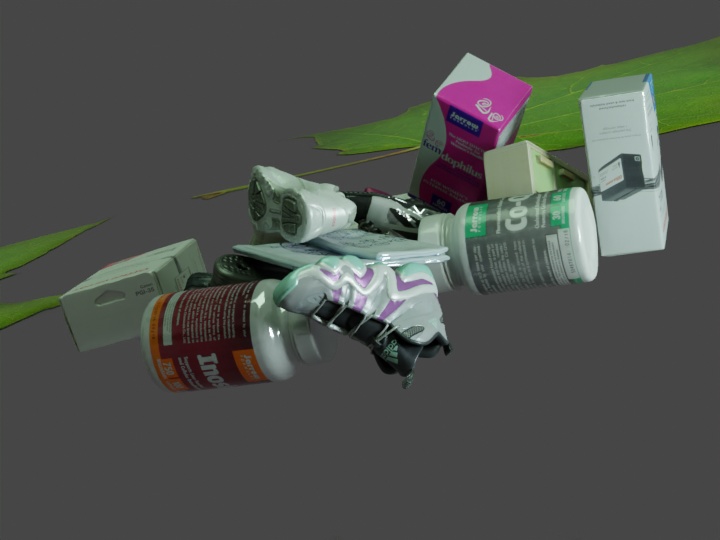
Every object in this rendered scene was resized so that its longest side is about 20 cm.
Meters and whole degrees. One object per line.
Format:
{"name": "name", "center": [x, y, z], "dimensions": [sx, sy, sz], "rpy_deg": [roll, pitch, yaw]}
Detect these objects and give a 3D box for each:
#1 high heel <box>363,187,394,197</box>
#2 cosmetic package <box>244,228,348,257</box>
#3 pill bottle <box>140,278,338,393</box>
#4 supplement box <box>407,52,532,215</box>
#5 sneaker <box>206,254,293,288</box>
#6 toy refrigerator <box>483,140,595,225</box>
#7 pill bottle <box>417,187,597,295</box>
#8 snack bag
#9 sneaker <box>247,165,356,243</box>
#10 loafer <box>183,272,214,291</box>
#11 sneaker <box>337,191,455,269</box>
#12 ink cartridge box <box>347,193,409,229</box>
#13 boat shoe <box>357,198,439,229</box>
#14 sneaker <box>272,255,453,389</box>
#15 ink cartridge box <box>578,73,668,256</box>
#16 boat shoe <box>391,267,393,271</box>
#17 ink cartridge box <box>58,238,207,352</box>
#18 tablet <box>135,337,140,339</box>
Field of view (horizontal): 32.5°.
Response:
{"name": "high heel", "center": [0.089, -0.074, 1.692], "dimensions": [0.199, 0.097, 0.067], "rpy_deg": [-5, -16, -47]}
{"name": "cosmetic package", "center": [-0.078, -0.028, 1.640], "dimensions": [0.105, 0.072, 0.200], "rpy_deg": [23, 10, 5]}
{"name": "pill bottle", "center": [-0.132, 0.070, 1.361], "dimensions": [0.198, 0.114, 0.113], "rpy_deg": [-8, 15, 20]}
{"name": "supplement box", "center": [0.142, -0.169, 1.634], "dimensions": [0.101, 0.201, 0.103], "rpy_deg": [29, 53, 13]}
{"name": "sneaker", "center": [-0.095, 0.054, 1.477], "dimensions": [0.198, 0.115, 0.076], "rpy_deg": [10, 30, -24]}
{"name": "toy refrigerator", "center": [0.236, -0.102, 1.592], "dimensions": [0.070, 0.077, 0.199], "rpy_deg": [-13, -17, 31]}
{"name": "pill bottle", "center": [0.176, -0.031, 1.477], "dimensions": [0.198, 0.114, 0.113], "rpy_deg": [-8, 15, 20]}
{"name": "snack bag", "center": [-0.028, -0.025, 1.437], "dimensions": [0.199, 0.022, 0.188], "rpy_deg": [-6, 12, -34]}
{"name": "sneaker", "center": [-0.070, -0.078, 1.496], "dimensions": [0.099, 0.079, 0.200], "rpy_deg": [-3, 20, -29]}
{"name": "loafer", "center": [-0.147, 0.054, 1.566], "dimensions": [0.199, 0.073, 0.073], "rpy_deg": [3, 51, 32]}
{"name": "sneaker", "center": [0.046, -0.044, 1.581], "dimensions": [0.199, 0.089, 0.074], "rpy_deg": [17, -6, -10]}
{"name": "ink cartridge box", "center": [0.022, -0.075, 1.929], "dimensions": [0.175, 0.045, 0.200], "rpy_deg": [-8, 15, 16]}
{"name": "boat shoe", "center": [0.096, -0.073, 1.786], "dimensions": [0.200, 0.074, 0.063], "rpy_deg": [-5, 26, 2]}
{"name": "sneaker", "center": [0.014, 0.060, 1.265], "dimensions": [0.199, 0.141, 0.078], "rpy_deg": [-2, -33, -32]}
{"name": "ink cartridge box", "center": [0.336, -0.135, 1.561], "dimensions": [0.083, 0.202, 0.145], "rpy_deg": [-6, 15, 18]}
{"name": "boat shoe", "center": [0.000, 0.000, 1.614], "dimensions": [0.073, 0.065, 0.200], "rpy_deg": [-12, 13, 11]}
{"name": "ink cartridge box", "center": [-0.305, 0.032, 1.693], "dimensions": [0.145, 0.083, 0.200], "rpy_deg": [-15, 11, 12]}
{"name": "tablet", "center": [-0.198, 0.055, 1.689], "dimensions": [0.129, 0.014, 0.200], "rpy_deg": [-2, 18, 39]}
